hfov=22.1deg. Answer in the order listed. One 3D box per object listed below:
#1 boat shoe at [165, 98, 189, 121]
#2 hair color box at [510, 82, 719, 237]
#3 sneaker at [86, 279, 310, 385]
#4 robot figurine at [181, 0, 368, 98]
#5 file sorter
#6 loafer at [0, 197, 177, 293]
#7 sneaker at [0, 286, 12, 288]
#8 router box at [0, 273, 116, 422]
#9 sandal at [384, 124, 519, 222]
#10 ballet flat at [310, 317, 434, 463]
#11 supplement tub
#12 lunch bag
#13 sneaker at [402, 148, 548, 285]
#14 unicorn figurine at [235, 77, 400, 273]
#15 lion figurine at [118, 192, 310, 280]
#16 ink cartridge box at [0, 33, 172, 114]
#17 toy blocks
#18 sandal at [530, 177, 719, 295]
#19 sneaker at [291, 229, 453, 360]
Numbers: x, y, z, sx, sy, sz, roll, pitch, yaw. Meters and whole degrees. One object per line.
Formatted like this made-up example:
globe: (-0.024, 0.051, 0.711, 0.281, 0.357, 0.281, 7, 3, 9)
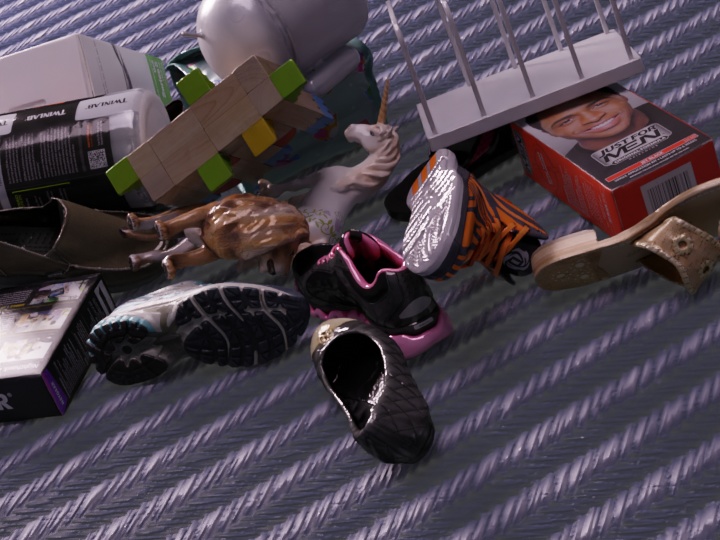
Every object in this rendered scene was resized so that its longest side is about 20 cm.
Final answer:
boat shoe: (-0.228, -0.104, 1.870, 0.072, 0.065, 0.200, 6, 39, 35)
hair color box: (0.217, -0.097, 1.577, 0.101, 0.061, 0.200, -27, 28, -11)
sneaker: (-0.133, 0.034, 1.561, 0.199, 0.078, 0.086, -9, 27, 20)
robot figurine: (-0.072, -0.241, 1.732, 0.200, 0.170, 0.113, -36, -6, -25)
file sorter: (0.131, -0.213, 1.658, 0.199, 0.125, 0.139, -21, 17, 4)
loafer: (-0.264, -0.025, 1.690, 0.199, 0.070, 0.075, -4, 59, -17)
sneaker: (-0.371, -0.001, 1.772, 0.199, 0.073, 0.071, -17, 38, 9)
router box: (-0.333, 0.075, 1.639, 0.199, 0.051, 0.149, -8, 32, 22)
sandal: (0.096, -0.115, 1.702, 0.075, 0.045, 0.200, 11, 41, 46)
ballet flat: (0.002, 0.081, 1.398, 0.067, 0.057, 0.200, -51, 29, 6)
supplement tub: (-0.283, -0.100, 1.765, 0.199, 0.123, 0.123, -9, 30, 11)
lunch bag: (-0.090, -0.188, 1.848, 0.170, 0.122, 0.200, -24, 40, -12)
sneaker: (0.098, -0.028, 1.459, 0.078, 0.112, 0.200, -53, 11, 22)
unicorn figurine: (-0.036, -0.068, 1.689, 0.137, 0.074, 0.200, -8, 50, 28)
lion figurine: (-0.131, -0.036, 1.613, 0.122, 0.073, 0.200, -18, 18, -21)
ink cartridge box: (-0.301, -0.175, 1.912, 0.145, 0.084, 0.200, -16, -7, 17)
toy blocks: (-0.114, -0.119, 1.673, 0.200, 0.100, 0.137, -37, -15, 14)
sandal: (0.239, -0.008, 1.428, 0.211, 0.078, 0.070, -19, 59, 16)
sneaker: (0.000, 0.000, 1.514, 0.079, 0.096, 0.200, -35, 31, -20)
